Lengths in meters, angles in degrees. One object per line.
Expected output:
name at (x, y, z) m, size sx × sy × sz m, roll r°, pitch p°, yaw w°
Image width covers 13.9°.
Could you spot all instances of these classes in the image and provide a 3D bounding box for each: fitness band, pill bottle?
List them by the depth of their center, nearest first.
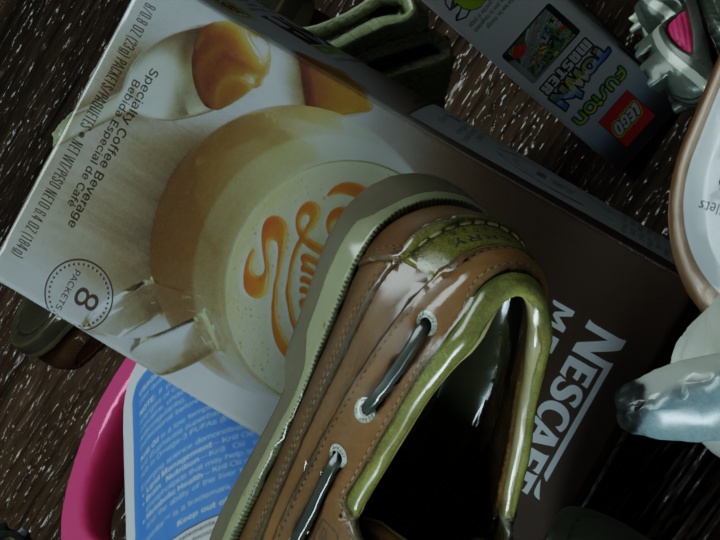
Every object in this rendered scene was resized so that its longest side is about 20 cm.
pill bottle at (-0.028, 0.077, 1.042) m, size 0.112 × 0.112 × 0.201 m, roll -48°, pitch 30°, yaw 32°
fitness band at (-0.063, 0.069, 1.225) m, size 0.200 × 0.037 × 0.144 m, roll -13°, pitch 54°, yaw 59°

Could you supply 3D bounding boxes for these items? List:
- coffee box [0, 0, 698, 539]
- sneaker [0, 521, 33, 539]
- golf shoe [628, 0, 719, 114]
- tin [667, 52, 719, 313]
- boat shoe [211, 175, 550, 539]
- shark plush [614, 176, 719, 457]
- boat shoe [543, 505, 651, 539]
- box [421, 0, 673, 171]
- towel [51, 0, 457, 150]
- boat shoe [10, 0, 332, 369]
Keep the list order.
coffee box at (0.000, 0.000, 0.948) m, size 0.115 × 0.199 × 0.080 m, roll -62°, pitch -8°, yaw 8°
sneaker at (-0.193, 0.204, 1.325) m, size 0.073 × 0.072 × 0.201 m, roll 100°, pitch -172°, yaw -59°
golf shoe at (0.128, -0.117, 0.994) m, size 0.088 × 0.077 × 0.200 m, roll -37°, pitch 38°, yaw 18°
tin at (0.158, -0.064, 0.857) m, size 0.112 × 0.042 × 0.201 m, roll 15°, pitch 80°, yaw 49°
boat shoe at (0.004, 0.076, 0.855) m, size 0.068 × 0.072 × 0.201 m, roll 42°, pitch 128°, yaw 51°
shark plush at (0.161, 0.017, 0.760) m, size 0.199 × 0.083 × 0.091 m, roll -13°, pitch 41°, yaw 34°
boat shoe at (0.074, 0.141, 0.822) m, size 0.061 × 0.071 × 0.201 m, roll -60°, pitch 18°, yaw 23°
box at (0.040, -0.115, 1.100) m, size 0.035 × 0.110 × 0.200 m, roll -47°, pitch 25°, yaw 8°
towel at (-0.040, -0.039, 1.097) m, size 0.200 × 0.148 × 0.037 m, roll 95°, pitch 156°, yaw -70°
boat shoe at (-0.064, -0.029, 1.238) m, size 0.200 × 0.068 × 0.072 m, roll -53°, pitch 25°, yaw -17°
